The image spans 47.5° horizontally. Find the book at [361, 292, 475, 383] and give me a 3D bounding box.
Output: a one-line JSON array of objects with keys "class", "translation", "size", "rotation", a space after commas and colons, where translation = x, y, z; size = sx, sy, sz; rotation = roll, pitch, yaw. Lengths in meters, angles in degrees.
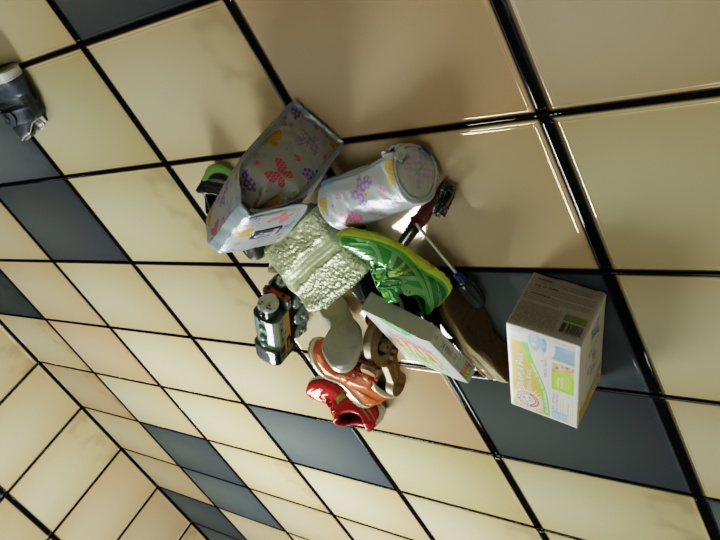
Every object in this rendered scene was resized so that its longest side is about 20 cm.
[{"class": "book", "translation": [0.098, 0.109, 1.306], "size": [0.133, 0.048, 0.200], "rotation": [26, 168, 34]}]

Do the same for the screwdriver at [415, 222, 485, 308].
[{"class": "screwdriver", "translation": [0.131, -0.004, 1.211], "size": [0.028, 0.029, 0.200], "rotation": [5, 152, 45]}]

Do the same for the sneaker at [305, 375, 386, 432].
[{"class": "sneaker", "translation": [-0.044, 0.285, 1.737], "size": [0.198, 0.085, 0.077], "rotation": [14, 141, 32]}]

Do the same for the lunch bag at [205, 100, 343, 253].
[{"class": "lunch bag", "translation": [-0.135, -0.117, 1.201], "size": [0.127, 0.201, 0.169], "rotation": [41, 147, -6]}]

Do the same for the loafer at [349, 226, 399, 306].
[{"class": "loafer", "translation": [0.000, 0.000, 1.352], "size": [0.072, 0.073, 0.201], "rotation": [2, 125, 55]}]

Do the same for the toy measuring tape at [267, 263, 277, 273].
[{"class": "toy measuring tape", "translation": [-0.122, -0.009, 1.449], "size": [0.073, 0.074, 0.200], "rotation": [40, 150, -5]}]

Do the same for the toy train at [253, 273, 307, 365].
[{"class": "toy train", "translation": [-0.157, 0.095, 1.576], "size": [0.085, 0.114, 0.201], "rotation": [26, 147, 16]}]

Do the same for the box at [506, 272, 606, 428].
[{"class": "box", "translation": [0.283, 0.118, 1.186], "size": [0.111, 0.102, 0.201], "rotation": [17, 143, 28]}]

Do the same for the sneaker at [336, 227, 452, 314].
[{"class": "sneaker", "translation": [0.047, 0.002, 1.210], "size": [0.199, 0.084, 0.074], "rotation": [31, 176, -18]}]

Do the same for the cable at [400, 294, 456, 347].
[{"class": "cable", "translation": [0.120, 0.052, 1.341], "size": [0.096, 0.051, 0.200], "rotation": [-17, 133, 39]}]

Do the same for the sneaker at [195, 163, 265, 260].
[{"class": "sneaker", "translation": [-0.231, -0.091, 1.439], "size": [0.076, 0.084, 0.201], "rotation": [6, 137, 40]}]

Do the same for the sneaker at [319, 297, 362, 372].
[{"class": "sneaker", "translation": [-0.023, 0.129, 1.445], "size": [0.074, 0.201, 0.089], "rotation": [-21, 119, 5]}]

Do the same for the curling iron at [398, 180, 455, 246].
[{"class": "curling iron", "translation": [0.086, -0.070, 1.193], "size": [0.025, 0.050, 0.200], "rotation": [25, 151, -11]}]

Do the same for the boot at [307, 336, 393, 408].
[{"class": "boot", "translation": [-0.012, 0.193, 1.608], "size": [0.200, 0.076, 0.107], "rotation": [42, 146, -23]}]

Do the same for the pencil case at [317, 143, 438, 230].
[{"class": "pencil case", "translation": [0.021, -0.116, 1.159], "size": [0.090, 0.084, 0.199], "rotation": [27, 156, -28]}]

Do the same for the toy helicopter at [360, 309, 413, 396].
[{"class": "toy helicopter", "translation": [0.045, 0.161, 1.446], "size": [0.078, 0.133, 0.201], "rotation": [15, 142, 30]}]

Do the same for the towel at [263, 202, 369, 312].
[{"class": "towel", "translation": [-0.072, -0.015, 1.310], "size": [0.149, 0.036, 0.200], "rotation": [48, 141, -4]}]

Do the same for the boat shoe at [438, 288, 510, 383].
[{"class": "boat shoe", "translation": [0.177, 0.111, 1.310], "size": [0.064, 0.072, 0.201], "rotation": [-9, 127, 48]}]

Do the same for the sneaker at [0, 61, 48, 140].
[{"class": "sneaker", "translation": [-0.702, -0.325, 1.606], "size": [0.201, 0.077, 0.147], "rotation": [7, 135, 37]}]
